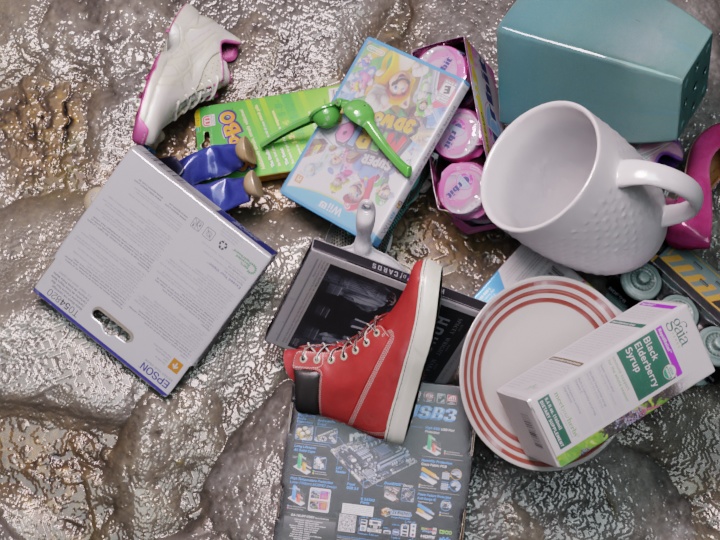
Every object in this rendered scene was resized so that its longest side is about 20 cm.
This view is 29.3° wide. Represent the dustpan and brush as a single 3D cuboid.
[{"bbox_3d":[0.000,0.000,1.453,0.140,0.200,0.057,8,59,2],"label":"dustpan and brush"}]

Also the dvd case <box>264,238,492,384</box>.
[{"bbox_3d":[0.017,0.055,1.440,0.200,0.150,0.025,21,42,-9],"label":"dvd case"}]

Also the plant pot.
[{"bbox_3d":[0.270,-0.225,1.496,0.200,0.141,0.141,21,55,23],"label":"plant pot"}]

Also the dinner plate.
[{"bbox_3d":[0.191,0.105,1.415,0.200,0.024,0.200,0,90,-17],"label":"dinner plate"}]

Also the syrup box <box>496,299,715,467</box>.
[{"bbox_3d":[0.246,0.110,1.379,0.200,0.081,0.079,-29,101,-15],"label":"syrup box"}]

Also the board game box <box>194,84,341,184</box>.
[{"bbox_3d":[-0.087,-0.153,1.562,0.200,0.030,0.096,-8,74,5],"label":"board game box"}]

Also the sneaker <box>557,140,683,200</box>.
[{"bbox_3d":[0.283,-0.108,1.545,0.200,0.080,0.088,-34,85,-11],"label":"sneaker"}]

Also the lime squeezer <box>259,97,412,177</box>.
[{"bbox_3d":[-0.023,-0.153,1.490,0.200,0.038,0.071,13,113,32],"label":"lime squeezer"}]

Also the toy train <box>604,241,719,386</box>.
[{"bbox_3d":[0.358,0.039,1.504,0.200,0.085,0.114,43,65,13],"label":"toy train"}]

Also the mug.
[{"bbox_3d":[0.253,-0.074,1.412,0.200,0.175,0.148,-6,63,44],"label":"mug"}]

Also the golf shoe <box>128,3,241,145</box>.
[{"bbox_3d":[-0.196,-0.214,1.550,0.091,0.075,0.200,23,57,-7],"label":"golf shoe"}]

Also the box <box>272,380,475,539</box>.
[{"bbox_3d":[0.017,0.210,1.448,0.200,0.050,0.199,6,83,2],"label":"box"}]

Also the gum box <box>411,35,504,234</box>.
[{"bbox_3d":[0.117,-0.142,1.522,0.066,0.113,0.200,-14,74,18],"label":"gum box"}]

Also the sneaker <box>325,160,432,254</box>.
[{"bbox_3d":[0.018,-0.075,1.521,0.078,0.091,0.200,28,76,8],"label":"sneaker"}]

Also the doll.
[{"bbox_3d":[-0.213,-0.095,1.535,0.200,0.048,0.137,-15,81,9],"label":"doll"}]

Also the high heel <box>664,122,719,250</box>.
[{"bbox_3d":[0.394,-0.092,1.520,0.096,0.067,0.200,26,61,37],"label":"high heel"}]

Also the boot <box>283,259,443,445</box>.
[{"bbox_3d":[0.000,0.068,1.379,0.144,0.072,0.200,18,112,6],"label":"boot"}]

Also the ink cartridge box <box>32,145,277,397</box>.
[{"bbox_3d":[-0.224,0.001,1.499,0.200,0.041,0.200,39,101,4],"label":"ink cartridge box"}]

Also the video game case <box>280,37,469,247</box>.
[{"bbox_3d":[0.013,-0.141,1.489,0.143,0.018,0.200,30,91,33],"label":"video game case"}]

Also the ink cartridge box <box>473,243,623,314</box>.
[{"bbox_3d":[0.220,0.073,1.494,0.200,0.068,0.115,42,80,10],"label":"ink cartridge box"}]
